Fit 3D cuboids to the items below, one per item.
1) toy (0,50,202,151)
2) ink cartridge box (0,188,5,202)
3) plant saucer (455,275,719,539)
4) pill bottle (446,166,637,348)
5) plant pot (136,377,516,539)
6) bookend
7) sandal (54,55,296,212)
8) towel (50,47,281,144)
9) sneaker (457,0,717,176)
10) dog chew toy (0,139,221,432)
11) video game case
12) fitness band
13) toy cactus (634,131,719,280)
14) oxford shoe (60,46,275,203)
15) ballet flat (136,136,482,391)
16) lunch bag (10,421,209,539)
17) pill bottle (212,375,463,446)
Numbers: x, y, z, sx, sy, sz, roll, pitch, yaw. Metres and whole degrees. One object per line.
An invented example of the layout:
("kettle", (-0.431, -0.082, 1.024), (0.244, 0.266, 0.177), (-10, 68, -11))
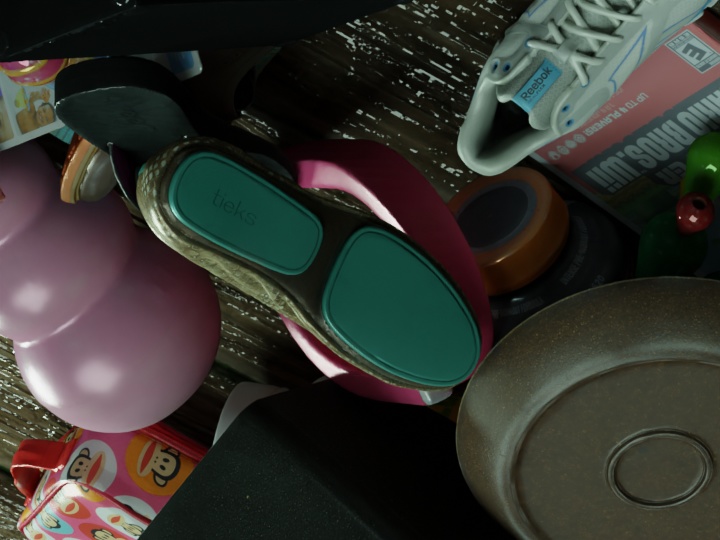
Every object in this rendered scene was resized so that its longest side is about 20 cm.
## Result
("toy", (-0.167, -0.127, 1.207), (0.200, 0.047, 0.115), (-15, 94, 51))
("ink cartridge box", (-0.285, -0.097, 1.284), (0.116, 0.067, 0.200), (-19, 104, 56))
("plant saucer", (0.148, 0.090, 1.208), (0.200, 0.035, 0.201), (0, 129, 0))
("pill bottle", (0.114, 0.034, 1.307), (0.106, 0.106, 0.200), (-8, 135, 33))
("plant pot", (-0.011, 0.171, 1.333), (0.177, 0.199, 0.200), (45, 113, 16))
("bookend", (-0.085, -0.202, 1.080), (0.092, 0.199, 0.200), (-15, 176, 38))
("sandal", (-0.093, -0.049, 1.205), (0.075, 0.048, 0.200), (-11, 160, 21))
("towel", (-0.127, -0.126, 1.284), (0.146, 0.022, 0.200), (28, 142, -14))
("sneaker", (0.106, -0.108, 1.127), (0.075, 0.087, 0.200), (38, 138, 3))
("dog chew toy", (-0.171, -0.001, 1.392), (0.124, 0.125, 0.200), (-19, 121, 41))
("video game case", (0.191, -0.049, 1.237), (0.200, 0.017, 0.143), (34, 142, -20))
("fitness band", (0.000, 0.000, 1.290), (0.200, 0.037, 0.144), (2, 118, 62))
("toy cactus", (0.169, 0.034, 1.225), (0.165, 0.102, 0.200), (-20, 131, -9))
("oxford shoe", (-0.098, -0.086, 1.248), (0.073, 0.071, 0.200), (25, 142, -16))
("ballet flat", (-0.026, -0.006, 1.176), (0.200, 0.071, 0.065), (36, 169, -26))
("lunch bag", (-0.150, 0.160, 1.595), (0.176, 0.082, 0.200), (29, 156, -11))
("pill bottle", (0.016, 0.124, 1.466), (0.200, 0.111, 0.111), (9, 143, 14))
